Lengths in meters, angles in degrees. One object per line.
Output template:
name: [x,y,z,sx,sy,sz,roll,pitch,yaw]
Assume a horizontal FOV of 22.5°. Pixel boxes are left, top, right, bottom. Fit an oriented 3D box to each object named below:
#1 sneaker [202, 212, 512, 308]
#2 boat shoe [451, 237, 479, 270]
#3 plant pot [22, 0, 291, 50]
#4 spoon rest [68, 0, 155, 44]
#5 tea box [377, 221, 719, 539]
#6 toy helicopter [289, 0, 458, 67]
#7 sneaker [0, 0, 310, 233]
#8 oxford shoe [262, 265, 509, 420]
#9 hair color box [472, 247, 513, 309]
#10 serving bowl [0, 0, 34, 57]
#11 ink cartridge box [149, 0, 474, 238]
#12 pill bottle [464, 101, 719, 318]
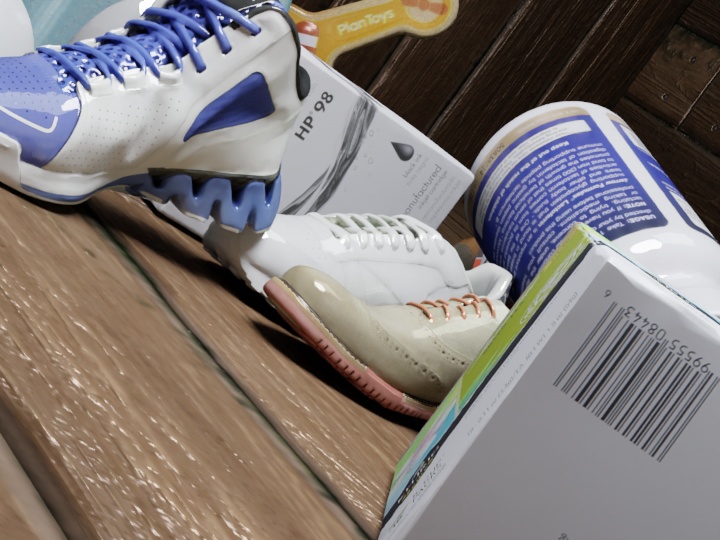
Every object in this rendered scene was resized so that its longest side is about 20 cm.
sneaker: [0.000,0.000,0.962,0.200,0.081,0.076,27,13,-46]
boat shoe: [0.115,0.017,1.322,0.076,0.074,0.200,54,0,25]
plant pot: [-0.149,-0.205,1.112,0.196,0.200,0.196,41,7,35]
spoon rest: [-0.100,-0.087,1.058,0.200,0.099,0.061,46,7,-45]
tea box: [0.125,0.095,0.669,0.200,0.134,0.197,36,5,-1]
toy helicopter: [-0.034,-0.162,1.201,0.079,0.199,0.133,-59,132,-87]
sneaker: [-0.095,-0.091,0.819,0.199,0.116,0.081,8,25,-48]
oxford shoe: [0.033,0.034,0.905,0.200,0.074,0.071,31,8,-43]
hair color box: [0.164,0.038,1.213,0.110,0.064,0.200,0,-37,30]
serving bowl: [-0.234,-0.155,0.872,0.200,0.066,0.200,36,5,-4]
ink cartridge box: [-0.048,-0.064,1.006,0.200,0.116,0.067,32,8,-36]
pill bottle: [0.142,0.001,1.023,0.116,0.116,0.200,32,20,-36]
